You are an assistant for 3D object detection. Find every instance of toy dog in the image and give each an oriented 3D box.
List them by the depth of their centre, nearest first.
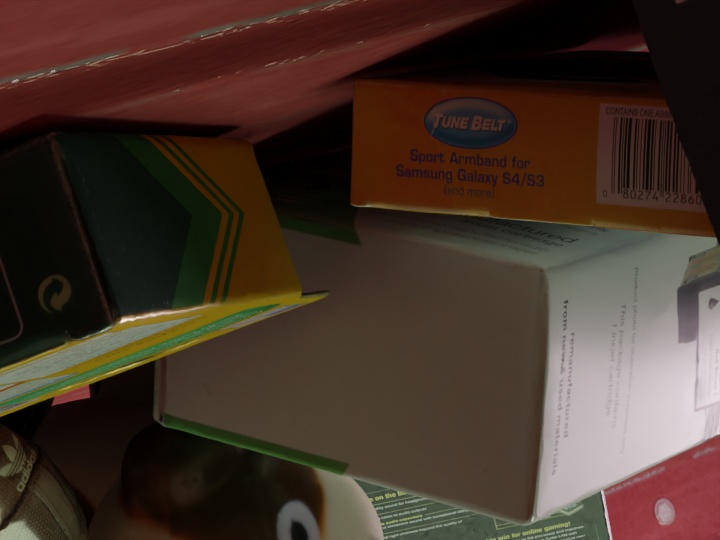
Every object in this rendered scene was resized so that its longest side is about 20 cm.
[{"bbox_3d":[-0.059,0.089,0.989,0.193,0.140,0.200,5,-176,-17],"label":"toy dog"}]

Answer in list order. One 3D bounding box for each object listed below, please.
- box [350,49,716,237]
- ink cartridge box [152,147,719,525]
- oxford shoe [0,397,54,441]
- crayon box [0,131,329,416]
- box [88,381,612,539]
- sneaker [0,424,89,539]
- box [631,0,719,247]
[{"bbox_3d":[0.093,-0.042,0.833,0.118,0.042,0.200,5,-169,26],"label":"box"},{"bbox_3d":[0.050,0.008,0.922,0.145,0.085,0.200,12,-163,32],"label":"ink cartridge box"},{"bbox_3d":[-0.154,0.041,0.985,0.200,0.073,0.085,-32,-164,51],"label":"oxford shoe"},{"bbox_3d":[-0.096,0.008,0.747,0.125,0.052,0.200,-20,176,13],"label":"crayon box"},{"bbox_3d":[-0.002,0.073,1.195,0.199,0.086,0.164,-13,136,4],"label":"box"},{"bbox_3d":[-0.186,0.063,0.907,0.199,0.071,0.076,3,141,14],"label":"sneaker"},{"bbox_3d":[0.173,-0.066,0.703,0.147,0.105,0.200,-21,177,28],"label":"box"}]
